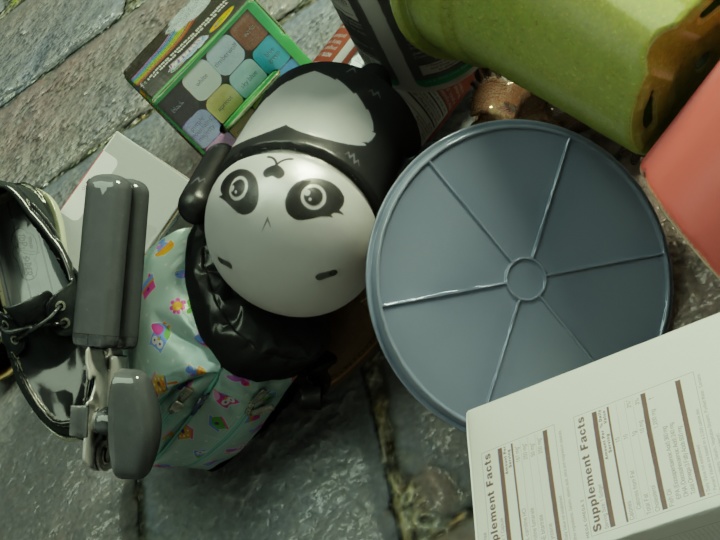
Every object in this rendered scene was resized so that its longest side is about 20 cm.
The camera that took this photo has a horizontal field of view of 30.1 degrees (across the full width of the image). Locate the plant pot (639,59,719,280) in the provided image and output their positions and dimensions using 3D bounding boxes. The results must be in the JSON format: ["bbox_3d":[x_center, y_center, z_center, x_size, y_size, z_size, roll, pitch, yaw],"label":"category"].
[{"bbox_3d":[0.264,-0.066,0.734,0.177,0.200,0.201,-43,37,19],"label":"plant pot"}]

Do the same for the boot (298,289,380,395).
[{"bbox_3d":[0.000,0.000,0.996,0.073,0.075,0.201,31,82,46],"label":"boot"}]

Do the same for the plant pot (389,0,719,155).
[{"bbox_3d":[0.150,-0.171,0.818,0.200,0.200,0.184,-46,58,0],"label":"plant pot"}]

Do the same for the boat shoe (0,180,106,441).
[{"bbox_3d":[-0.231,0.023,0.953,0.074,0.066,0.201,-16,70,7],"label":"boat shoe"}]

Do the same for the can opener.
[{"bbox_3d":[-0.156,0.038,0.904,0.066,0.053,0.202,4,88,18],"label":"can opener"}]

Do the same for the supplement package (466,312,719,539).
[{"bbox_3d":[0.169,0.111,0.712,0.199,0.114,0.110,-24,45,25],"label":"supplement package"}]

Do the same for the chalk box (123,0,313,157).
[{"bbox_3d":[-0.108,-0.155,1.159,0.125,0.124,0.200,-46,26,-1],"label":"chalk box"}]

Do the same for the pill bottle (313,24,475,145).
[{"bbox_3d":[0.012,-0.138,1.062,0.201,0.112,0.112,-52,39,-8],"label":"pill bottle"}]

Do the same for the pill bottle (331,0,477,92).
[{"bbox_3d":[0.025,-0.217,0.905,0.112,0.200,0.114,-7,65,15],"label":"pill bottle"}]

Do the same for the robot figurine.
[{"bbox_3d":[-0.029,-0.061,0.896,0.150,0.125,0.201,-37,20,39],"label":"robot figurine"}]

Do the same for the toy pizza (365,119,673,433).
[{"bbox_3d":[0.098,0.007,0.832,0.201,0.200,0.032,-55,6,-12],"label":"toy pizza"}]

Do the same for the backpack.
[{"bbox_3d":[-0.116,0.058,0.977,0.200,0.126,0.168,-49,37,38],"label":"backpack"}]

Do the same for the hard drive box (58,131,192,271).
[{"bbox_3d":[-0.209,-0.009,1.109,0.156,0.077,0.200,-56,2,-12],"label":"hard drive box"}]

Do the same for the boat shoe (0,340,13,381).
[{"bbox_3d":[-0.290,0.025,1.250,0.200,0.072,0.068,-49,42,12],"label":"boat shoe"}]

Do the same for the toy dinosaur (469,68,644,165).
[{"bbox_3d":[0.152,-0.133,0.971,0.199,0.086,0.136,-26,35,15],"label":"toy dinosaur"}]
